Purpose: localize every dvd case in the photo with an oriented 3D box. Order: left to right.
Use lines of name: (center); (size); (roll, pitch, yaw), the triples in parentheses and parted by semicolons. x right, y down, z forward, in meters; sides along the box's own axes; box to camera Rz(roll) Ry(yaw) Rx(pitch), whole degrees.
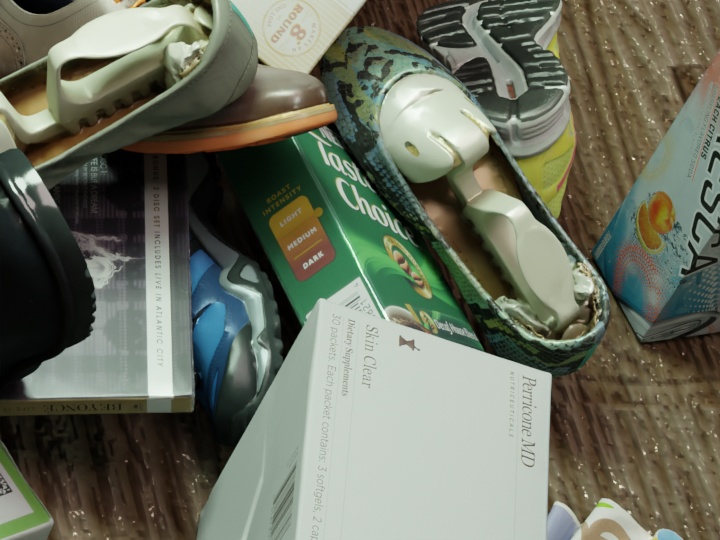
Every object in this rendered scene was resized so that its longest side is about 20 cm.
dvd case: (-0.175, 0.003, 1.337); (0.199, 0.016, 0.149); (-1, 50, -4)

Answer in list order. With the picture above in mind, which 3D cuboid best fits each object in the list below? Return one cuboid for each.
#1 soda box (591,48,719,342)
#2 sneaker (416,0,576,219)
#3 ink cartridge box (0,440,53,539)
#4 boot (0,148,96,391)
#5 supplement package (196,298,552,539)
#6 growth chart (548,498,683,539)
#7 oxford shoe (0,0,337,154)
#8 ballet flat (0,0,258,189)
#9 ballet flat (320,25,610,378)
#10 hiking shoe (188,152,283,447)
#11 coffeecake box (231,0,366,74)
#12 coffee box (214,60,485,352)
soda box: (0.193, -0.051, 1.501); (0.068, 0.200, 0.064); (-6, 53, -31)
sneaker: (0.074, -0.085, 1.571); (0.078, 0.091, 0.200); (-8, 26, 5)
ink cartridge box: (-0.226, 0.136, 1.167); (0.200, 0.104, 0.059); (-19, 61, -39)
boot: (-0.200, 0.038, 1.184); (0.168, 0.200, 0.077); (-29, 83, -22)
supplement package: (-0.001, 0.145, 1.243); (0.110, 0.156, 0.201); (18, 43, -13)
growth chart: (0.133, 0.168, 1.398); (0.199, 0.018, 0.145); (26, 42, -6)
oxford shoe: (-0.100, -0.097, 1.384); (0.199, 0.073, 0.071); (9, 16, 30)
ballet flat: (-0.141, -0.071, 1.315); (0.199, 0.064, 0.068); (-26, 58, -1)
ballet flat: (0.056, -0.039, 1.439); (0.200, 0.074, 0.074); (52, 43, -6)
hiking shoe: (-0.096, 0.010, 1.393); (0.086, 0.075, 0.200); (-6, 45, -20)
coffeecake box: (-0.061, -0.209, 1.414); (0.200, 0.154, 0.073); (38, 6, -8)
coffee box: (0.000, 0.000, 1.422); (0.123, 0.044, 0.200); (31, 26, -55)
